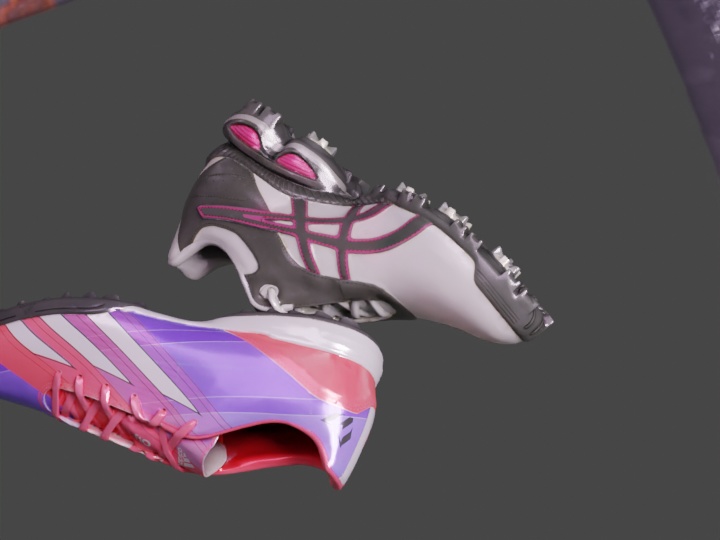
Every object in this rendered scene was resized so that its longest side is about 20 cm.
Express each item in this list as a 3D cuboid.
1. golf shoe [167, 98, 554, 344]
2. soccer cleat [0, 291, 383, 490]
[{"bbox_3d":[0.000,0.000,1.304,0.200,0.077,0.088,28,79,36],"label":"golf shoe"},{"bbox_3d":[-0.091,0.057,1.284,0.199,0.068,0.073,3,61,13],"label":"soccer cleat"}]
